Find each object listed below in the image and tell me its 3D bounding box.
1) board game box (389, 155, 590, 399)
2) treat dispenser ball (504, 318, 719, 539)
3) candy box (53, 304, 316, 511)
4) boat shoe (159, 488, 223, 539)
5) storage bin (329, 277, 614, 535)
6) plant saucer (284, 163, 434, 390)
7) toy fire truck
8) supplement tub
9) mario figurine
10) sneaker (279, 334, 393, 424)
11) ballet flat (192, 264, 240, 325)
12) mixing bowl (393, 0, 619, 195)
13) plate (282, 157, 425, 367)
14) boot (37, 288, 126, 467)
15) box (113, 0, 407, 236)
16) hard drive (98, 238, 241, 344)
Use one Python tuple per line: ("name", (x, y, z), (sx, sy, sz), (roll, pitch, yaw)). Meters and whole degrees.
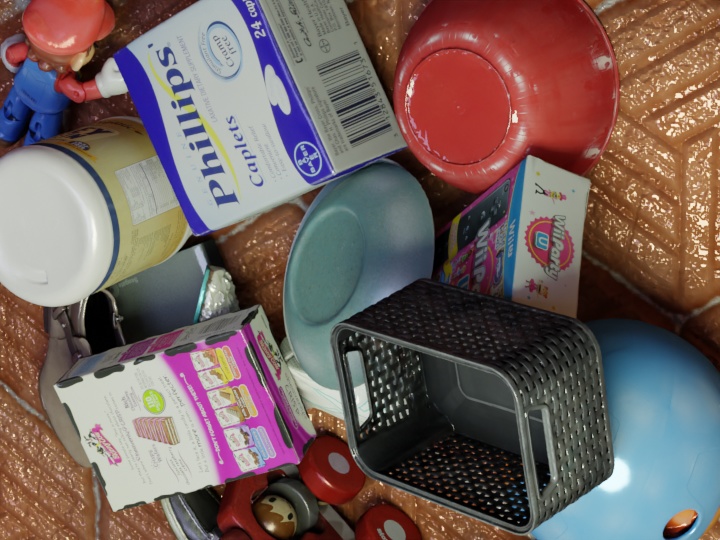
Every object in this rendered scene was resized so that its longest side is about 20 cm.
("board game box", (0.104, 0.018, 1.548), (0.064, 0.148, 0.200), (21, 149, -20))
("treat dispenser ball", (0.207, 0.140, 1.534), (0.200, 0.201, 0.202), (9, 109, 27))
("candy box", (-0.157, 0.125, 1.705), (0.199, 0.061, 0.137), (-16, 106, 22))
("boat shoe", (-0.117, 0.270, 1.838), (0.066, 0.072, 0.201), (-32, 93, 27))
("storage bin", (0.082, 0.098, 1.424), (0.199, 0.093, 0.136), (16, 124, 47))
("plant saucer", (-0.015, 0.000, 1.628), (0.200, 0.039, 0.202), (-26, 55, 45))
("toy fire truck", (-0.050, 0.254, 1.733), (0.200, 0.168, 0.112), (48, 121, 8))
("supplement tub", (-0.237, -0.060, 1.723), (0.144, 0.200, 0.145), (9, 109, 26))
("mario figurine", (-0.278, -0.191, 1.796), (0.123, 0.106, 0.200), (17, 131, -15))
("sneaker", (0.025, 0.106, 1.714), (0.199, 0.071, 0.081), (14, 141, 17))
("ballet flat", (-0.136, 0.085, 1.762), (0.071, 0.072, 0.201), (28, 119, 19))
("mixing bowl", (0.102, -0.144, 1.563), (0.199, 0.108, 0.202), (8, 108, 26))
("plate", (0.000, 0.000, 1.663), (0.200, 0.025, 0.202), (-25, 57, 47))
("boot", (-0.260, 0.099, 1.825), (0.146, 0.070, 0.201), (1, 107, 64))
("box", (-0.089, -0.149, 1.648), (0.199, 0.105, 0.185), (-22, 93, 46))
("hard drive", (-0.162, 0.082, 1.824), (0.139, 0.033, 0.201), (-19, 95, 32))
